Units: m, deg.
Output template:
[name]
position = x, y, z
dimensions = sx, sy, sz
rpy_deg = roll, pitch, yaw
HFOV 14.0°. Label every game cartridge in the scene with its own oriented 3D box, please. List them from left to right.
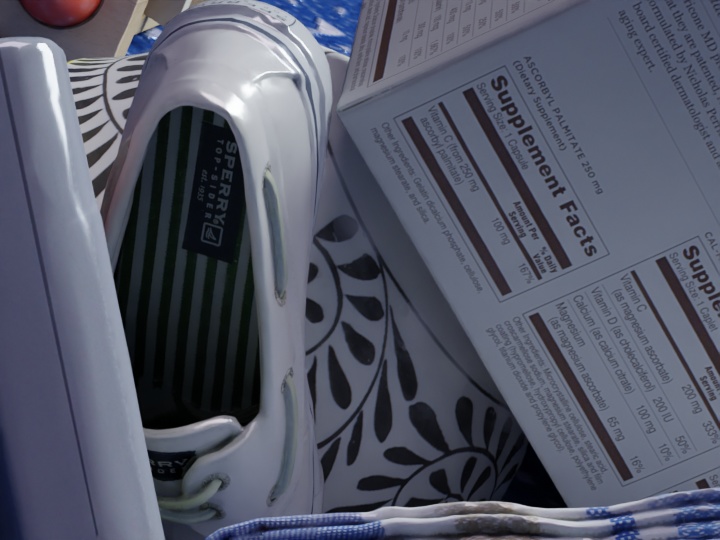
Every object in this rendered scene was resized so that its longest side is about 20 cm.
[game cartridge]
position = -0.086, 0.024, 0.709
dimensions = 0.041, 0.134, 0.200
rpy_deg = -7, -3, -14

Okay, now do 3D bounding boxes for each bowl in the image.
[bowl]
position = 0.000, 0.000, 0.881
dimensions = 0.201, 0.094, 0.201
rpy_deg = 54, 16, -23

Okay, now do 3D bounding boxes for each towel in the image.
[towel]
position = 0.060, 0.072, 0.705
dimensions = 0.199, 0.024, 0.147
rpy_deg = -6, -14, -1

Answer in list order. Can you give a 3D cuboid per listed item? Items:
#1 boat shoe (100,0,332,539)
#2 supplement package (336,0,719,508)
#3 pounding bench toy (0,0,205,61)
[boat shoe]
position = -0.049, 0.031, 0.750
dimensions = 0.073, 0.201, 0.067
rpy_deg = 8, 25, 12
[supplement package]
position = 0.094, -0.016, 0.820
dimensions = 0.200, 0.111, 0.156
rpy_deg = 60, 18, -21
[pounding bench toy]
position = -0.148, -0.187, 1.243
dimensions = 0.200, 0.125, 0.156
rpy_deg = 29, 22, 11
